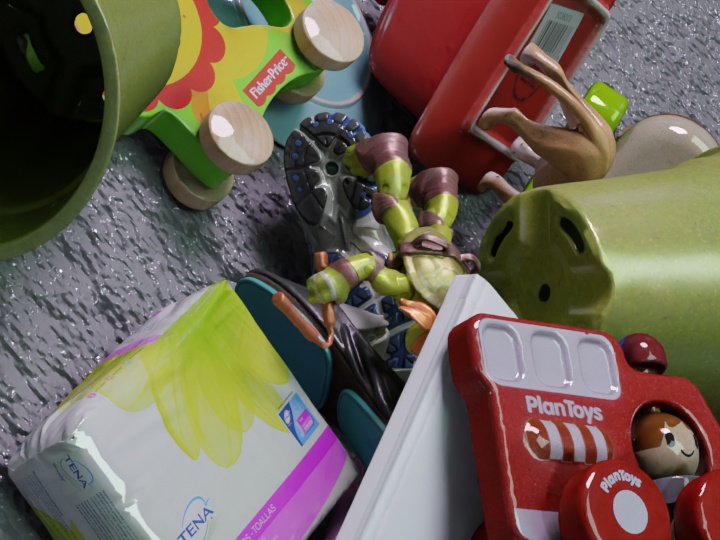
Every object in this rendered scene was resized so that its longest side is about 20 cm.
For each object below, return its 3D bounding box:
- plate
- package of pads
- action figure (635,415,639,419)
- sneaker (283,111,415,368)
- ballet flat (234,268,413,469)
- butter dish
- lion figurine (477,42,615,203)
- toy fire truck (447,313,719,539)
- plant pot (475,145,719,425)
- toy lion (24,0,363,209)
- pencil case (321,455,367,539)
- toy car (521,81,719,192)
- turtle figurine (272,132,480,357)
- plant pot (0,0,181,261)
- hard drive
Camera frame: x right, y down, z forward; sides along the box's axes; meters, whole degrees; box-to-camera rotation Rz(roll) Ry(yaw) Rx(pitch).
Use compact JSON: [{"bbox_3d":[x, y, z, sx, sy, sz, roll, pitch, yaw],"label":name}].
[{"bbox_3d":[-0.046,-0.171,1.646,0.200,0.026,0.201,30,45,-35],"label":"plate"},{"bbox_3d":[-0.098,0.111,1.349,0.155,0.068,0.200,55,35,-10],"label":"package of pads"},{"bbox_3d":[0.203,0.105,1.657,0.065,0.052,0.201,-2,64,-47],"label":"action figure"},{"bbox_3d":[0.000,0.000,1.538,0.085,0.076,0.202,29,55,-81],"label":"sneaker"},{"bbox_3d":[0.000,0.069,1.454,0.068,0.068,0.200,-18,53,-34],"label":"ballet flat"},{"bbox_3d":[0.073,-0.179,1.686,0.147,0.200,0.200,35,5,22],"label":"butter dish"},{"bbox_3d":[0.144,-0.066,1.627,0.122,0.072,0.200,39,-15,21],"label":"lion figurine"},{"bbox_3d":[0.146,0.110,1.362,0.199,0.112,0.169,7,64,-33],"label":"toy fire truck"},{"bbox_3d":[0.181,0.014,1.522,0.183,0.200,0.202,1,64,-36],"label":"plant pot"},{"bbox_3d":[-0.117,-0.152,1.504,0.192,0.069,0.200,46,47,-8],"label":"toy lion"},{"bbox_3d":[0.012,0.190,1.415,0.087,0.087,0.201,45,40,-20],"label":"pencil case"},{"bbox_3d":[0.214,-0.053,1.805,0.164,0.158,0.200,33,12,1],"label":"toy car"},{"bbox_3d":[0.029,-0.006,1.427,0.199,0.064,0.162,18,46,-31],"label":"turtle figurine"},{"bbox_3d":[-0.190,-0.126,1.323,0.201,0.199,0.190,57,24,-4],"label":"plant pot"},{"bbox_3d":[0.059,0.122,1.371,0.132,0.026,0.201,49,53,-35],"label":"hard drive"}]
